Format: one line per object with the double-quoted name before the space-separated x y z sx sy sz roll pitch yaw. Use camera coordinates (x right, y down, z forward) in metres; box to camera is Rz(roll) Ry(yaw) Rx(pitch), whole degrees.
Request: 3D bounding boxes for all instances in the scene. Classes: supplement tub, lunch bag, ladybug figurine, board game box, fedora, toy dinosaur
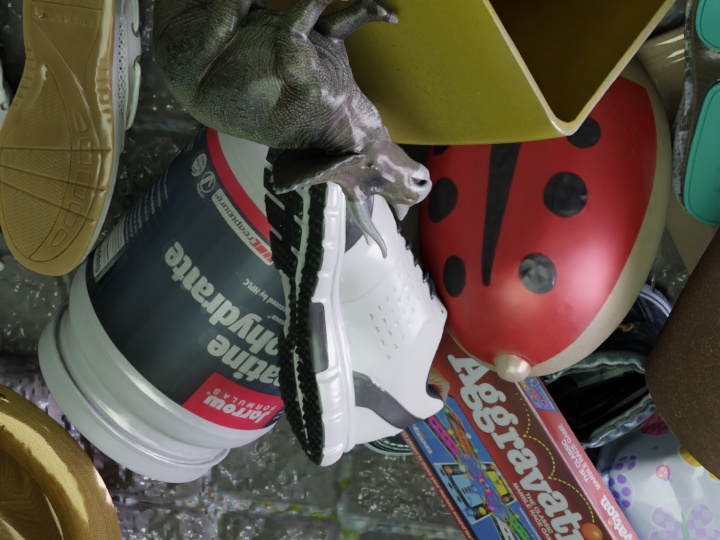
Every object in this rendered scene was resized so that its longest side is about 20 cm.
"supplement tub" -0.069 0.007 1.368 0.140 0.140 0.200 39 116 -10
"lunch bag" 0.242 0.157 1.398 0.169 0.127 0.200 -12 117 21
"ladybug figurine" 0.088 -0.042 1.283 0.136 0.200 0.072 -5 157 26
"board game box" 0.083 0.112 1.370 0.103 0.019 0.200 -22 104 46
"fedora" -0.226 0.134 1.491 0.200 0.082 0.201 5 113 12
"toy dinosaur" -0.051 -0.099 1.145 0.200 0.077 0.102 33 101 14

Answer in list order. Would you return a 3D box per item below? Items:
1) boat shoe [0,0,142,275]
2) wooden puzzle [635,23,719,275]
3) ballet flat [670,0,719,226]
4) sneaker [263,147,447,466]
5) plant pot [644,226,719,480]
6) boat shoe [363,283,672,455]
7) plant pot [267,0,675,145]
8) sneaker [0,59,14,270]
"boat shoe" -0.149 -0.096 1.364 0.071 0.069 0.200 16 109 16
"wooden puzzle" 0.248 -0.069 1.338 0.200 0.037 0.185 -20 111 24
"ballet flat" 0.195 -0.115 1.262 0.072 0.072 0.200 12 132 4
"sneaker" 0.000 0.000 1.250 0.080 0.074 0.200 -14 125 -18
"plant pot" 0.243 0.016 1.248 0.187 0.187 0.200 41 117 -11
"boat shoe" 0.079 0.068 1.400 0.200 0.091 0.071 -22 110 19
"plant pot" 0.025 -0.175 1.233 0.176 0.200 0.200 -16 114 40
"sneaker" -0.220 -0.083 1.399 0.087 0.075 0.200 11 125 -9
